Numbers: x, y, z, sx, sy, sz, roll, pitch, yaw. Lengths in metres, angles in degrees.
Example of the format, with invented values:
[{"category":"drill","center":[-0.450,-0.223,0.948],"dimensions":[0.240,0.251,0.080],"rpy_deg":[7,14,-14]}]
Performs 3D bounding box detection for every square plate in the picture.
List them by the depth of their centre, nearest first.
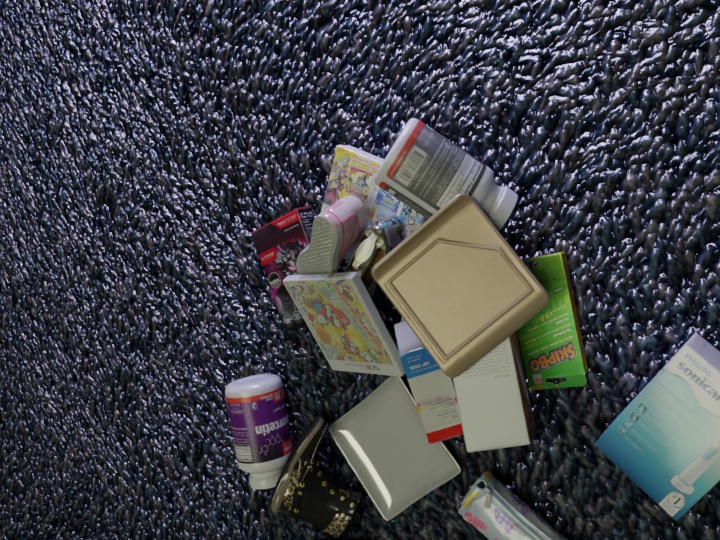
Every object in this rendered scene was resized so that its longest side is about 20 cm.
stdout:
[{"category":"square plate","center":[0.059,0.313,1.320],"dimensions":[0.200,0.028,0.199],"rpy_deg":[-43,74,30]}]

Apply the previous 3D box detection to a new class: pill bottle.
[{"category":"pill bottle","center":[0.129,-0.128,1.121],"dimensions":[0.199,0.116,0.116],"rpy_deg":[33,116,-3]},{"category":"pill bottle","center":[-0.190,0.308,1.429],"dimensions":[0.111,0.112,0.203],"rpy_deg":[-8,94,33]}]

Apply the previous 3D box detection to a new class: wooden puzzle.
[{"category":"wooden puzzle","center":[0.141,0.022,1.067],"dimensions":[0.184,0.037,0.201],"rpy_deg":[-40,83,12]}]

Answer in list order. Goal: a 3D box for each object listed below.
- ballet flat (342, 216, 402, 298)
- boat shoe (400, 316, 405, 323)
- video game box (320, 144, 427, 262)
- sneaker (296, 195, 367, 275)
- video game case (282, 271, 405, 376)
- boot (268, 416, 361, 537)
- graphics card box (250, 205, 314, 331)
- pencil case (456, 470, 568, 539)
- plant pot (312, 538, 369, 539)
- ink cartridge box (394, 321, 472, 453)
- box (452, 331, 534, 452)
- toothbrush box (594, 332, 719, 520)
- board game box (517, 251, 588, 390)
[{"category":"ballet flat","center":[0.000,0.000,1.233],"dimensions":[0.072,0.072,0.202],"rpy_deg":[39,120,21]},{"category":"boat shoe","center":[0.109,0.066,1.220],"dimensions":[0.066,0.073,0.203],"rpy_deg":[13,110,23]},{"category":"video game box","center":[0.024,-0.095,1.266],"dimensions":[0.198,0.047,0.185],"rpy_deg":[26,114,26]},{"category":"sneaker","center":[-0.042,-0.048,1.255],"dimensions":[0.075,0.105,0.201],"rpy_deg":[39,144,11]},{"category":"video game case","center":[-0.028,0.092,1.264],"dimensions":[0.181,0.023,0.202],"rpy_deg":[-3,122,47]},{"category":"boot","center":[-0.067,0.383,1.366],"dimensions":[0.149,0.073,0.202],"rpy_deg":[27,95,-2]},{"category":"graphics card box","center":[-0.115,-0.002,1.368],"dimensions":[0.124,0.051,0.203],"rpy_deg":[-21,87,32]},{"category":"pencil case","center":[0.251,0.409,1.178],"dimensions":[0.199,0.083,0.091],"rpy_deg":[38,138,21]},{"category":"plant pot","center":[-0.061,0.594,1.354],"dimensions":[0.197,0.199,0.180],"rpy_deg":[-14,80,33]},{"category":"ink cartridge box","center":[0.116,0.186,1.174],"dimensions":[0.066,0.116,0.202],"rpy_deg":[-17,109,5]},{"category":"box","center":[0.196,0.156,1.131],"dimensions":[0.096,0.124,0.203],"rpy_deg":[-11,89,16]},{"category":"toothbrush box","center":[0.447,0.212,1.020],"dimensions":[0.146,0.085,0.201],"rpy_deg":[42,118,21]},{"category":"board game box","center":[0.285,0.079,1.138],"dimensions":[0.094,0.030,0.203],"rpy_deg":[-11,89,34]}]
